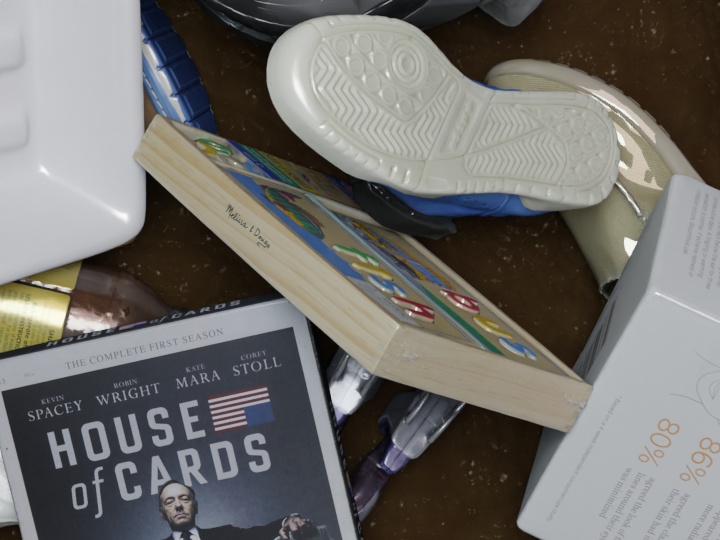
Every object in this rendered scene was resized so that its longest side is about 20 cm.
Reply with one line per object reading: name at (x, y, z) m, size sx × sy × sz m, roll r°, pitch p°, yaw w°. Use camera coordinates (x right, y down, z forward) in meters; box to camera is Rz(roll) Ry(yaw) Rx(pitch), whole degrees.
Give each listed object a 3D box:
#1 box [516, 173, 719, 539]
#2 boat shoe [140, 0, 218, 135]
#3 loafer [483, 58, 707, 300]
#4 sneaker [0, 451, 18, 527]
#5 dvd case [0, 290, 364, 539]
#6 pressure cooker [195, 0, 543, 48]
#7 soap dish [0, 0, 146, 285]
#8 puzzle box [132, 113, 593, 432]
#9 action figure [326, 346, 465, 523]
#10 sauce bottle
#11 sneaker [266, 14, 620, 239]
box at (0.197, 0.077, 1.157) m, size 0.200 × 0.152 × 0.106 m, roll 25°, pitch 34°, yaw -2°
boat shoe at (-0.140, -0.123, 1.222) m, size 0.072 × 0.072 × 0.200 m, roll -31°, pitch 90°, yaw 9°
loafer at (0.131, -0.024, 1.222) m, size 0.200 × 0.076 × 0.068 m, roll 40°, pitch 72°, yaw 2°
sneaker at (-0.208, 0.081, 1.172) m, size 0.200 × 0.076 × 0.081 m, roll 18°, pitch 88°, yaw -1°
dvd case at (-0.075, 0.120, 1.140) m, size 0.150 × 0.025 × 0.200 m, roll -12°, pitch 99°, yaw 3°
pressure cooker at (0.005, -0.193, 1.186) m, size 0.178 × 0.200 × 0.176 m, roll -4°, pitch 97°, yaw 17°
soap dish at (-0.175, -0.091, 1.124) m, size 0.157 × 0.081 × 0.200 m, roll -20°, pitch 120°, yaw -39°
puzzle box at (0.000, 0.000, 1.128) m, size 0.200 × 0.133 × 0.025 m, roll 41°, pitch 105°, yaw 42°
action figure at (-0.026, 0.113, 1.183) m, size 0.130 × 0.069 × 0.200 m, roll 34°, pitch 84°, yaw -11°
sauce bottle at (-0.145, 0.024, 1.190) m, size 0.200 × 0.065 × 0.065 m, roll 15°, pitch 78°, yaw -3°
sneaker at (0.012, -0.061, 1.137) m, size 0.200 × 0.111 × 0.077 m, roll 9°, pitch 79°, yaw -43°
